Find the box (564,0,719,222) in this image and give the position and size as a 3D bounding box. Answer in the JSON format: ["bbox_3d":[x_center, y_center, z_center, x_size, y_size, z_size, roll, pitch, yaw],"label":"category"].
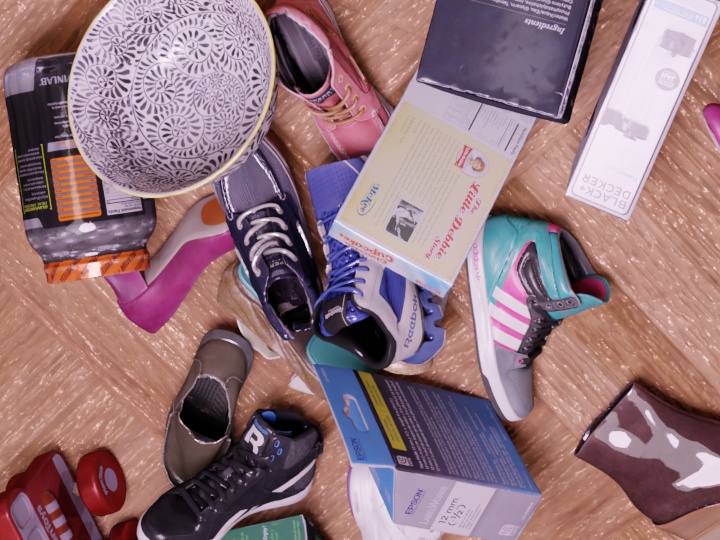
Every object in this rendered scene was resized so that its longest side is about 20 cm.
[{"bbox_3d":[0.240,-0.155,1.330,0.060,0.117,0.201,21,114,3],"label":"box"}]

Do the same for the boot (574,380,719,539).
[{"bbox_3d":[0.317,0.157,1.453,0.166,0.072,0.200,38,117,-6],"label":"boot"}]

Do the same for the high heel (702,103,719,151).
[{"bbox_3d":[0.386,-0.094,1.334,0.200,0.067,0.096,41,124,-11],"label":"high heel"}]

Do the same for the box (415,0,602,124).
[{"bbox_3d":[0.135,-0.228,1.256,0.123,0.200,0.198,14,96,8],"label":"box"}]

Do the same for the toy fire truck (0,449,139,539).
[{"bbox_3d":[-0.299,0.287,1.582,0.111,0.168,0.201,-16,106,17],"label":"toy fire truck"}]

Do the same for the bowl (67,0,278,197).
[{"bbox_3d":[-0.144,-0.150,1.354,0.199,0.094,0.203,-5,77,22],"label":"bowl"}]

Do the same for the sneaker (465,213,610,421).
[{"bbox_3d":[0.171,0.042,1.441,0.120,0.084,0.202,-3,109,23],"label":"sneaker"}]

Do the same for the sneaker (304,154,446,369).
[{"bbox_3d":[0.000,0.001,1.377,0.080,0.115,0.201,-22,92,34],"label":"sneaker"}]

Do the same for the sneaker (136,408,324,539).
[{"bbox_3d":[-0.124,0.189,1.499,0.073,0.199,0.112,42,135,31],"label":"sneaker"}]

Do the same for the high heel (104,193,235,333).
[{"bbox_3d":[-0.148,-0.007,1.506,0.199,0.068,0.096,-27,126,10],"label":"high heel"}]

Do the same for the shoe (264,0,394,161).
[{"bbox_3d":[-0.026,-0.154,1.401,0.071,0.091,0.201,-24,103,19],"label":"shoe"}]

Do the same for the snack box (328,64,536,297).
[{"bbox_3d":[0.068,-0.090,1.366,0.116,0.037,0.201,29,69,0],"label":"snack box"}]

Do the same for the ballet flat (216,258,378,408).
[{"bbox_3d":[-0.064,0.073,1.514,0.200,0.068,0.072,42,133,-5],"label":"ballet flat"}]

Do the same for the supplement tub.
[{"bbox_3d":[-0.253,-0.094,1.432,0.121,0.122,0.202,-7,93,14],"label":"supplement tub"}]

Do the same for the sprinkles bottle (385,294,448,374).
[{"bbox_3d":[0.055,-0.005,1.452,0.068,0.068,0.201,14,113,6],"label":"sprinkles bottle"}]

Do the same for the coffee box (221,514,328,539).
[{"bbox_3d":[-0.130,0.301,1.573,0.198,0.044,0.123,-13,152,10],"label":"coffee box"}]

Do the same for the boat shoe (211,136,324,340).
[{"bbox_3d":[-0.080,-0.033,1.404,0.074,0.093,0.201,-24,110,2],"label":"boat shoe"}]

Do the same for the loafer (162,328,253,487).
[{"bbox_3d":[-0.160,0.149,1.545,0.075,0.070,0.201,19,124,5],"label":"loafer"}]

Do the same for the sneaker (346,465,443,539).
[{"bbox_3d":[0.050,0.274,1.553,0.099,0.075,0.202,-9,108,16],"label":"sneaker"}]

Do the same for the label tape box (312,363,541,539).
[{"bbox_3d":[0.049,0.167,1.434,0.199,0.144,0.066,13,118,-27],"label":"label tape box"}]
